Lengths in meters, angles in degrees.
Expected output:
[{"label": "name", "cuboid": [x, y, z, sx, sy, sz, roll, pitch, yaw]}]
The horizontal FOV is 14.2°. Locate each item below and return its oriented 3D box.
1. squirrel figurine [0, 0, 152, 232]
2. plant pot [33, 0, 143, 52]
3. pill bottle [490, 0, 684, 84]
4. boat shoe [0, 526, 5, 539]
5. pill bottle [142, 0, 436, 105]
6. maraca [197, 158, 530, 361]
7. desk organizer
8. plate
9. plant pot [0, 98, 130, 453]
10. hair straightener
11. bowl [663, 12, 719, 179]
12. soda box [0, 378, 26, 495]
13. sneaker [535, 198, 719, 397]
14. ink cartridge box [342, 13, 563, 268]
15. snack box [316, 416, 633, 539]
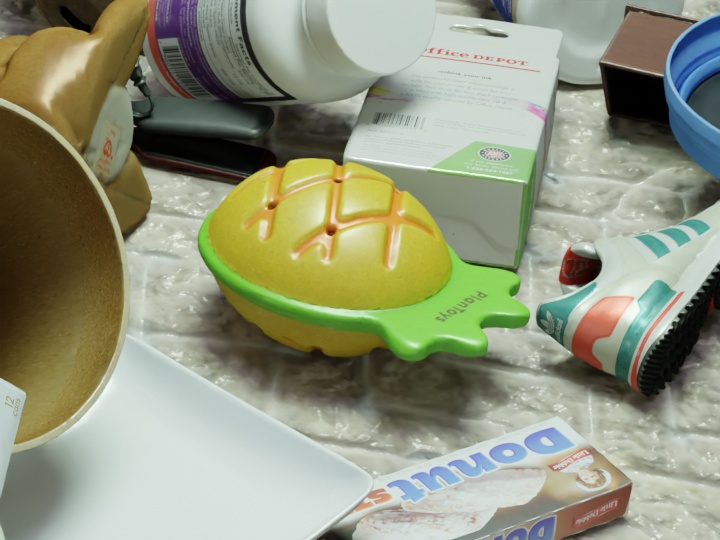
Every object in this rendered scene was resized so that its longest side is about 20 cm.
[{"label": "squirrel figurine", "cuboid": [-0.242, -0.080, 1.725, 0.187, 0.142, 0.200, 10, 30, 20]}, {"label": "plant pot", "cuboid": [-0.175, -0.262, 1.976, 0.200, 0.200, 0.198, -7, 42, -17]}, {"label": "pill bottle", "cuboid": [0.136, -0.226, 2.005, 0.120, 0.120, 0.200, -6, 34, -15]}, {"label": "boat shoe", "cuboid": [-0.220, 0.173, 1.371, 0.073, 0.062, 0.200, 1, 44, 13]}, {"label": "pill bottle", "cuboid": [-0.044, -0.160, 1.821, 0.111, 0.112, 0.200, -21, 13, -34]}, {"label": "maraca", "cuboid": [0.000, 0.000, 1.649, 0.200, 0.107, 0.137, 24, 37, 27]}, {"label": "desk organizer", "cuboid": [0.255, -0.105, 1.879, 0.200, 0.072, 0.077, 14, 36, 15]}, {"label": "plate", "cuboid": [-0.127, 0.129, 1.479, 0.199, 0.032, 0.200, 27, 50, 33]}, {"label": "plant pot", "cuboid": [-0.251, 0.020, 1.510, 0.186, 0.186, 0.200, -28, 6, -40]}, {"label": "hair straightener", "cuboid": [-0.148, -0.112, 1.833, 0.200, 0.077, 0.041, 15, 41, 15]}, {"label": "bowl", "cuboid": [0.285, -0.100, 1.776, 0.200, 0.039, 0.201, 3, 35, -2]}, {"label": "soda box", "cuboid": [-0.244, 0.106, 1.368, 0.064, 0.200, 0.068, 33, 47, -27]}, {"label": "sneaker", "cuboid": [0.173, -0.005, 1.711, 0.093, 0.070, 0.200, 24, 40, 17]}, {"label": "ink cartridge box", "cuboid": [0.061, -0.087, 1.828, 0.117, 0.067, 0.200, 8, 34, 8]}, {"label": "snack box", "cuboid": [0.043, 0.131, 1.527, 0.200, 0.024, 0.072, -17, 37, -29]}]
